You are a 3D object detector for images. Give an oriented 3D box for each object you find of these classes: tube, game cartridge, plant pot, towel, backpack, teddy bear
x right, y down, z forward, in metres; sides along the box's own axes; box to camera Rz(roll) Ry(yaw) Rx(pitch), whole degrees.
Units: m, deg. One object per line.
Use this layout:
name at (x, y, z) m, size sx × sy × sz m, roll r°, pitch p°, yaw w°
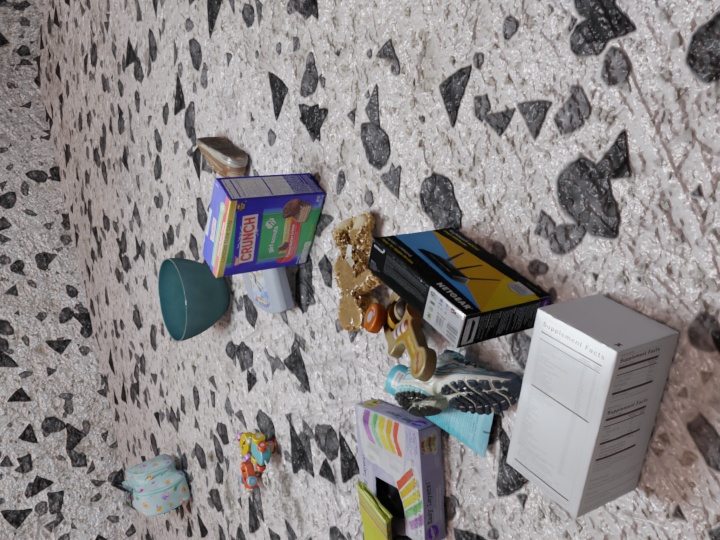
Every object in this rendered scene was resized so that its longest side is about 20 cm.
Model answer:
tube at (0.119, 0.201, 1.062) m, size 0.199 × 0.050 × 0.079 m, roll 24°, pitch 116°, yaw 47°
game cartridge at (-0.204, 0.020, 1.489) m, size 0.199 × 0.041 × 0.135 m, roll 16°, pitch 117°, yaw 59°
plant pot at (-0.401, 0.064, 1.734) m, size 0.199 × 0.133 × 0.204 m, roll 17°, pitch 111°, yaw 54°
towel at (0.028, 0.440, 1.203) m, size 0.086 × 0.018 × 0.202 m, roll 45°, pitch 153°, yaw 38°
backpack at (-0.624, 0.662, 2.165) m, size 0.199 × 0.174 × 0.156 m, roll 10°, pitch 109°, yaw 51°
teddy bear at (0.000, 0.000, 1.192) m, size 0.144 × 0.066 × 0.203 m, roll -33°, pitch 63°, yaw 44°

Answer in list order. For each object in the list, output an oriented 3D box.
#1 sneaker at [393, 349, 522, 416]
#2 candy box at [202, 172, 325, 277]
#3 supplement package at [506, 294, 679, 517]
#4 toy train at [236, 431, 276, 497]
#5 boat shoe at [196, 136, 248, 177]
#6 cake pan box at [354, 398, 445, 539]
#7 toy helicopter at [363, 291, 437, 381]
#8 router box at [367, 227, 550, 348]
sneaker at (0.137, 0.147, 0.992) m, size 0.198 × 0.087 × 0.078 m, roll -10°, pitch 132°, yaw 38°
candy box at (-0.181, -0.087, 1.310) m, size 0.077 × 0.198 × 0.171 m, roll 51°, pitch 136°, yaw 37°
supplement package at (0.254, 0.145, 0.784) m, size 0.113 × 0.108 × 0.203 m, roll 33°, pitch 124°, yaw 49°
toy train at (-0.235, 0.447, 1.643) m, size 0.199 × 0.055 × 0.153 m, roll -28°, pitch 75°, yaw 58°
boat shoe at (-0.322, -0.252, 1.605) m, size 0.200 × 0.075 × 0.073 m, roll 40°, pitch 131°, yaw 47°
cake pan box at (0.063, 0.330, 1.166) m, size 0.183 × 0.052 × 0.203 m, roll 11°, pitch 107°, yaw 58°
toy helicopter at (0.079, 0.081, 1.027) m, size 0.133 × 0.078 × 0.201 m, roll -61°, pitch 23°, yaw 23°
router box at (0.123, 0.014, 0.919) m, size 0.200 × 0.147 × 0.052 m, roll 42°, pitch 130°, yaw 44°
